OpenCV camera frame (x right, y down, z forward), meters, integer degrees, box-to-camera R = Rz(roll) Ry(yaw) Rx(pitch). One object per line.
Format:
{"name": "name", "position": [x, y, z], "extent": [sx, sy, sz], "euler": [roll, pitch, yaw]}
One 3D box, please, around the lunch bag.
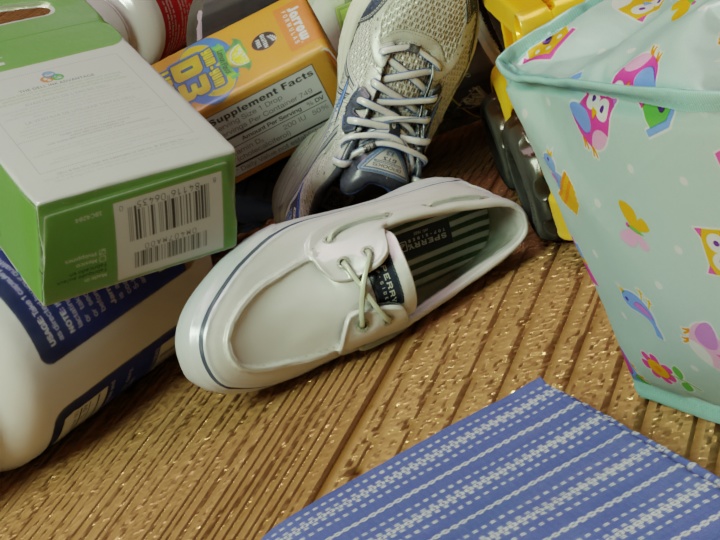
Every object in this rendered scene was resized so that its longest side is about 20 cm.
{"name": "lunch bag", "position": [0.165, -0.026, 0.655], "extent": [0.122, 0.171, 0.200], "euler": [-35, 23, -19]}

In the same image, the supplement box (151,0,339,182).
{"name": "supplement box", "position": [-0.103, -0.082, 1.047], "extent": [0.200, 0.069, 0.067], "euler": [-26, 46, 0]}

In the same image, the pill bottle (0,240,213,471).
{"name": "pill bottle", "position": [-0.180, 0.032, 0.925], "extent": [0.120, 0.120, 0.200], "euler": [-3, 25, 41]}

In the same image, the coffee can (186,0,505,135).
{"name": "coffee can", "position": [0.012, -0.149, 1.151], "extent": [0.200, 0.147, 0.146], "euler": [-18, 18, 28]}

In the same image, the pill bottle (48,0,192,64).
{"name": "pill bottle", "position": [-0.217, -0.256, 1.771], "extent": [0.112, 0.112, 0.200], "euler": [-7, 23, 33]}

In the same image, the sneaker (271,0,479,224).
{"name": "sneaker", "position": [0.015, -0.076, 0.986], "extent": [0.077, 0.200, 0.085], "euler": [15, 29, -16]}

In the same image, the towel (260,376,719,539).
{"name": "towel", "position": [0.052, 0.102, 0.659], "extent": [0.145, 0.024, 0.200], "euler": [-27, 18, -12]}

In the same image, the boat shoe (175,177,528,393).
{"name": "boat shoe", "position": [0.000, 0.000, 0.901], "extent": [0.200, 0.074, 0.067], "euler": [-33, 22, -33]}

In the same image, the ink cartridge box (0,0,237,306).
{"name": "ink cartridge box", "position": [-0.152, -0.070, 0.915], "extent": [0.104, 0.059, 0.200], "euler": [-18, 40, -26]}

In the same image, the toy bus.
{"name": "toy bus", "position": [0.119, -0.132, 0.962], "extent": [0.135, 0.192, 0.200], "euler": [-22, 20, 0]}

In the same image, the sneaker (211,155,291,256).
{"name": "sneaker", "position": [-0.091, -0.052, 1.119], "extent": [0.200, 0.082, 0.074], "euler": [1, 53, 25]}
